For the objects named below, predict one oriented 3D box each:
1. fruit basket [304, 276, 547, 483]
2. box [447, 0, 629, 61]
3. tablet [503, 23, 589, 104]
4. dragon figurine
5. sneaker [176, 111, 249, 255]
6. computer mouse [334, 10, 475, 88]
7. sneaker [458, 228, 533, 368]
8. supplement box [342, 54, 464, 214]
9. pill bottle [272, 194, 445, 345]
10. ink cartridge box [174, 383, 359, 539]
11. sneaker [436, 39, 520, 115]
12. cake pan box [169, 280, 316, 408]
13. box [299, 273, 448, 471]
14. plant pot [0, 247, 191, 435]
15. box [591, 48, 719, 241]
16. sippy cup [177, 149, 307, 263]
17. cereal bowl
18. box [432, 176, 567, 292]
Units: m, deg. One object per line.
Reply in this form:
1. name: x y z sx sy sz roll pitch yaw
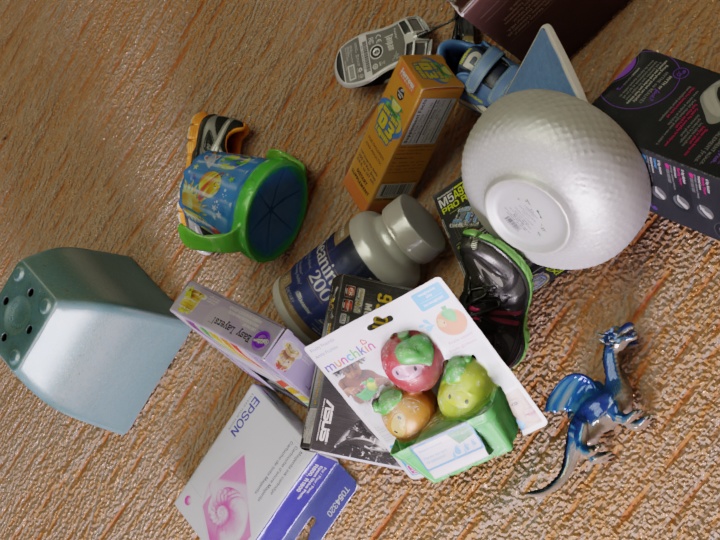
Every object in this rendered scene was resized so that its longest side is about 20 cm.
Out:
1. fruit basket: 0.066 0.123 1.279 0.185 0.200 0.094 -28 24 29
2. box: 0.181 -0.353 1.384 0.164 0.200 0.166 -44 54 18
3. tablet: 0.184 -0.149 1.309 0.200 0.014 0.130 116 142 -53
4. dragon figurine: 0.234 0.145 1.280 0.200 0.059 0.099 -48 53 15
5. sneaker: -0.199 -0.121 1.688 0.077 0.078 0.200 2 84 17
6. computer mouse: 0.059 -0.284 1.561 0.200 0.044 0.110 -17 71 26
7. sneaker: 0.135 0.043 1.305 0.077 0.200 0.084 20 49 36
8. supplement box: 0.049 -0.159 1.462 0.067 0.069 0.200 59 138 34
9. pill bottle: 0.000 0.000 1.470 0.200 0.111 0.111 -38 57 23
10. ink cartridge box: -0.122 0.276 1.524 0.200 0.043 0.197 41 102 39
11. sneaker: 0.155 -0.213 1.413 0.074 0.082 0.200 -49 39 -8
12. cake pan box: -0.107 0.102 1.469 0.184 0.200 0.052 26 76 41
13. box: 0.029 0.118 1.385 0.048 0.158 0.200 161 122 -73
14. plant pot: -0.394 0.083 1.690 0.196 0.200 0.197 40 101 38
15. box: 0.337 -0.121 1.231 0.122 0.106 0.200 -46 48 -16
16. sippy cup: -0.158 -0.093 1.590 0.130 0.178 0.140 19 99 28
17. cereal bowl: 0.185 -0.077 1.237 0.200 0.200 0.083 3 41 38
18. box: 0.193 -0.068 1.388 0.200 0.044 0.160 -35 57 24
